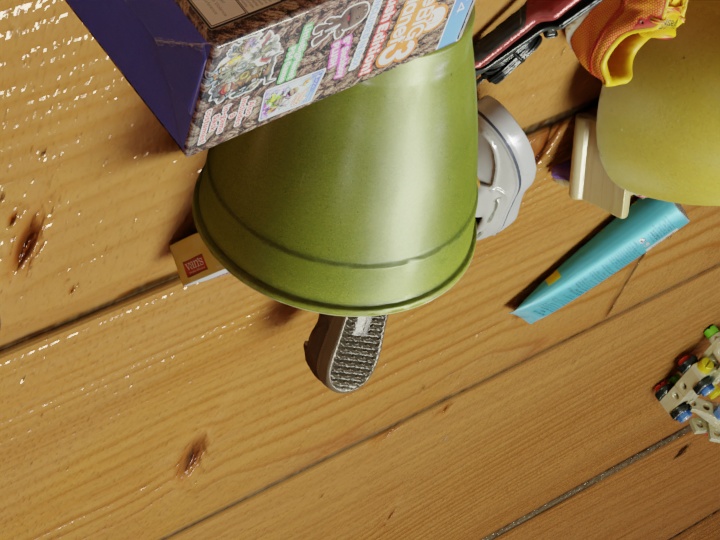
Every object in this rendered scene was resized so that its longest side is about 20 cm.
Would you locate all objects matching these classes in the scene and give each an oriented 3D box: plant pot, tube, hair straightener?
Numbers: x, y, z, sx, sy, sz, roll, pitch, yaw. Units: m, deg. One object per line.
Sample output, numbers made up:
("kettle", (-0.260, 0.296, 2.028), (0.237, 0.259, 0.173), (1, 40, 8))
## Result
("plant pot", (-0.002, -0.108, 1.401), (0.200, 0.200, 0.193), (-23, 142, -34))
("tube", (0.241, -0.010, 2.141), (0.200, 0.050, 0.077), (-38, 155, 12))
("plant pot", (0.319, -0.135, 1.790), (0.200, 0.142, 0.201), (-24, 128, -35))
("hair straightener", (0.139, -0.183, 1.642), (0.200, 0.041, 0.077), (-43, 158, 9))

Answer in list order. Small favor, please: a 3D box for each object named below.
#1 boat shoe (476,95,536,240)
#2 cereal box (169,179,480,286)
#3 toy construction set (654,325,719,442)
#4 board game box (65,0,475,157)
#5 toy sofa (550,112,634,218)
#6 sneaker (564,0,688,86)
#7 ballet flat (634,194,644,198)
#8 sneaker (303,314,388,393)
("boat shoe", (0.095, -0.075, 1.754), (0.066, 0.072, 0.200), (-37, 167, -16))
("cereal box", (-0.026, -0.041, 1.591), (0.200, 0.040, 0.144), (-18, 178, -42))
("toy construction set", (0.458, 0.139, 2.717), (0.131, 0.092, 0.200), (-21, 141, -38))
("board game box", (-0.053, -0.182, 1.187), (0.200, 0.160, 0.097), (-25, 155, -29))
("toy sofa", (0.271, -0.126, 1.931), (0.200, 0.097, 0.083), (-21, 128, -37))
("sneaker", (0.241, -0.230, 1.666), (0.073, 0.077, 0.200), (-15, 146, -42))
("ballet flat", (0.353, -0.129, 2.053), (0.200, 0.064, 0.076), (-41, 148, 6))
("sneaker", (0.000, 0.000, 1.763), (0.070, 0.076, 0.201), (17, 102, -36))
